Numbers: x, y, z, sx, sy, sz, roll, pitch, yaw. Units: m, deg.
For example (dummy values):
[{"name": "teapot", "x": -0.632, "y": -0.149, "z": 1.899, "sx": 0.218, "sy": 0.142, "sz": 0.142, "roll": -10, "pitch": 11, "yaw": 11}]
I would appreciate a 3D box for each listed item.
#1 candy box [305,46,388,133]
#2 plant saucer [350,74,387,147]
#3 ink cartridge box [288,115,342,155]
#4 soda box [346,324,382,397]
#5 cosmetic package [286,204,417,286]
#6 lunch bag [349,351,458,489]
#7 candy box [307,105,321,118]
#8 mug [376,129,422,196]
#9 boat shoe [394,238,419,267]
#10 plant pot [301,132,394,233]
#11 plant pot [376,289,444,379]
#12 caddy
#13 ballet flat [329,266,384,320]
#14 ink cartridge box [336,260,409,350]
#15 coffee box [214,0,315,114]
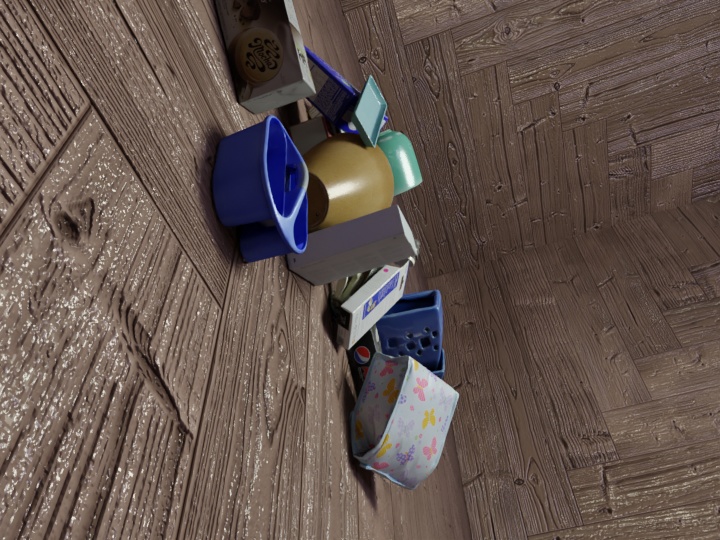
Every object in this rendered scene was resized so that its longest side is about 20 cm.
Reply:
[{"name": "candy box", "x": -0.059, "y": -0.360, "z": 1.203, "sx": 0.200, "sy": 0.077, "sz": 0.168, "roll": 48, "pitch": 17, "yaw": 21}, {"name": "plant saucer", "x": 0.016, "y": -0.297, "z": 1.103, "sx": 0.071, "sy": 0.019, "sz": 0.202, "roll": 56, "pitch": 27, "yaw": -27}, {"name": "ink cartridge box", "x": -0.073, "y": -0.240, "z": 1.263, "sx": 0.200, "sy": 0.081, "sz": 0.149, "roll": -54, "pitch": 128, "yaw": -77}, {"name": "soda box", "x": 0.018, "y": 0.204, "z": 1.209, "sx": 0.071, "sy": 0.061, "sz": 0.207, "roll": 4, "pitch": 72, "yaw": -79}, {"name": "cosmetic package", "x": -0.011, "y": -0.036, "z": 0.994, "sx": 0.151, "sy": 0.194, "sz": 0.053, "roll": 38, "pitch": 36, "yaw": -74}, {"name": "lunch bag", "x": 0.071, "y": 0.280, "z": 1.096, "sx": 0.168, "sy": 0.125, "sz": 0.205, "roll": 36, "pitch": 65, "yaw": -34}, {"name": "candy box", "x": -0.036, "y": -0.309, "z": 1.425, "sx": 0.116, "sy": 0.056, "sz": 0.204, "roll": -11, "pitch": 72, "yaw": -61}, {"name": "mug", "x": 0.024, "y": -0.204, "z": 1.177, "sx": 0.151, "sy": 0.181, "sz": 0.118, "roll": -36, "pitch": 111, "yaw": -52}, {"name": "boat shoe", "x": 0.043, "y": -0.061, "z": 1.349, "sx": 0.058, "sy": 0.194, "sz": 0.067, "roll": -64, "pitch": 157, "yaw": -23}, {"name": "plant pot", "x": -0.057, "y": -0.137, "z": 1.030, "sx": 0.199, "sy": 0.181, "sz": 0.192, "roll": -33, "pitch": 108, "yaw": -64}, {"name": "plant pot", "x": 0.110, "y": 0.167, "z": 1.417, "sx": 0.200, "sy": 0.193, "sz": 0.186, "roll": -50, "pitch": 129, "yaw": -79}, {"name": "caddy", "x": -0.115, "y": -0.108, "z": 0.776, "sx": 0.143, "sy": 0.102, "sz": 0.204, "roll": 64, "pitch": 15, "yaw": -44}, {"name": "ballet flat", "x": 0.000, "y": 0.000, "z": 1.168, "sx": 0.203, "sy": 0.070, "sz": 0.073, "roll": -59, "pitch": 149, "yaw": -19}, {"name": "ink cartridge box", "x": 0.026, "y": 0.059, "z": 1.150, "sx": 0.199, "sy": 0.037, "sz": 0.097, "roll": -38, "pitch": 147, "yaw": -40}, {"name": "coffee box", "x": -0.152, "y": -0.368, "z": 0.928, "sx": 0.080, "sy": 0.109, "sz": 0.207, "roll": -2, "pitch": 78, "yaw": -79}]
